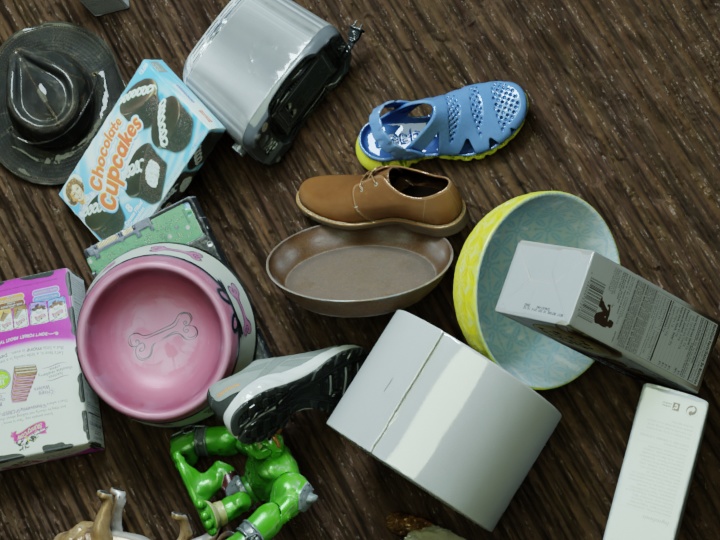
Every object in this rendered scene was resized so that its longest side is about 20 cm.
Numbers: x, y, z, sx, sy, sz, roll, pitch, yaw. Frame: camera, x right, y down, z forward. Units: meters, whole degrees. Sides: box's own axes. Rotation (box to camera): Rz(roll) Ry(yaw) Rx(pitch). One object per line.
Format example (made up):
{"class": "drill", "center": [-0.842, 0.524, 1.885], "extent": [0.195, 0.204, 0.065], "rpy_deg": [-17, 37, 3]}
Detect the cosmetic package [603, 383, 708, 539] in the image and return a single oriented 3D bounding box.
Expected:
{"class": "cosmetic package", "center": [0.292, 0.225, 1.619], "extent": [0.073, 0.102, 0.202], "rpy_deg": [15, 79, 15]}

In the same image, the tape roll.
{"class": "tape roll", "center": [0.083, 0.151, 1.625], "extent": [0.202, 0.203, 0.140], "rpy_deg": [31, 85, 16]}

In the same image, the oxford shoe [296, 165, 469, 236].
{"class": "oxford shoe", "center": [0.018, -0.088, 1.749], "extent": [0.198, 0.072, 0.072], "rpy_deg": [4, 52, 22]}

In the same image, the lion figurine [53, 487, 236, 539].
{"class": "lion figurine", "center": [-0.238, 0.306, 1.722], "extent": [0.198, 0.072, 0.124], "rpy_deg": [15, 91, 9]}

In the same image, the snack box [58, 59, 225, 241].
{"class": "snack box", "center": [-0.245, -0.120, 1.796], "extent": [0.116, 0.037, 0.201], "rpy_deg": [46, 116, 18]}

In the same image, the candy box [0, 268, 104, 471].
{"class": "candy box", "center": [-0.367, 0.112, 1.797], "extent": [0.135, 0.061, 0.202], "rpy_deg": [-11, 75, 8]}

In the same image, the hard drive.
{"class": "hard drive", "center": [-0.199, 0.038, 1.765], "extent": [0.139, 0.038, 0.201], "rpy_deg": [-27, 92, 5]}

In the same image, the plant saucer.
{"class": "plant saucer", "center": [0.000, 0.000, 1.705], "extent": [0.198, 0.201, 0.035], "rpy_deg": [1, 116, 11]}

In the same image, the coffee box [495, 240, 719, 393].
{"class": "coffee box", "center": [0.249, 0.046, 1.606], "extent": [0.113, 0.199, 0.080], "rpy_deg": [11, 78, 55]}

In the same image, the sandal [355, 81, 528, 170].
{"class": "sandal", "center": [0.087, -0.160, 1.757], "extent": [0.198, 0.087, 0.080], "rpy_deg": [-17, 72, 5]}

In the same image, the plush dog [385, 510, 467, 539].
{"class": "plush dog", "center": [0.048, 0.328, 1.633], "extent": [0.171, 0.161, 0.200], "rpy_deg": [-31, 71, -22]}

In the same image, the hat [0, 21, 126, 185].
{"class": "hat", "center": [-0.367, -0.204, 1.860], "extent": [0.198, 0.081, 0.203], "rpy_deg": [-3, 77, 12]}

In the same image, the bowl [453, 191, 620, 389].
{"class": "bowl", "center": [0.163, 0.016, 1.677], "extent": [0.107, 0.199, 0.202], "rpy_deg": [9, 75, 55]}

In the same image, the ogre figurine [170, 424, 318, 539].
{"class": "ogre figurine", "center": [-0.122, 0.220, 1.696], "extent": [0.119, 0.200, 0.099], "rpy_deg": [-24, 109, -10]}

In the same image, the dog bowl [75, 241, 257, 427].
{"class": "dog bowl", "center": [-0.212, 0.072, 1.713], "extent": [0.198, 0.074, 0.202], "rpy_deg": [0, 93, 5]}

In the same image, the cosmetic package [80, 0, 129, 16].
{"class": "cosmetic package", "center": [-0.319, -0.410, 1.898], "extent": [0.050, 0.083, 0.202], "rpy_deg": [-11, 75, 8]}

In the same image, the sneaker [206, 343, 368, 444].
{"class": "sneaker", "center": [-0.072, 0.114, 1.692], "extent": [0.079, 0.199, 0.075], "rpy_deg": [31, 126, 42]}

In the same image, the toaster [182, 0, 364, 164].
{"class": "toaster", "center": [-0.103, -0.229, 1.797], "extent": [0.129, 0.114, 0.201], "rpy_deg": [36, 88, 19]}
